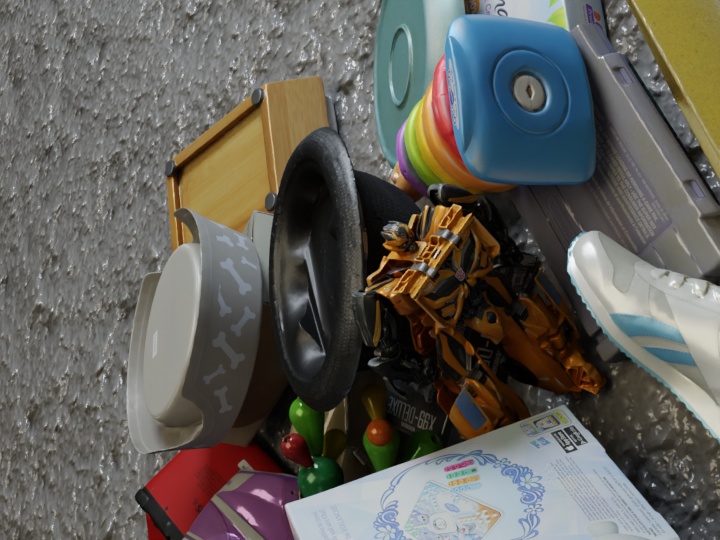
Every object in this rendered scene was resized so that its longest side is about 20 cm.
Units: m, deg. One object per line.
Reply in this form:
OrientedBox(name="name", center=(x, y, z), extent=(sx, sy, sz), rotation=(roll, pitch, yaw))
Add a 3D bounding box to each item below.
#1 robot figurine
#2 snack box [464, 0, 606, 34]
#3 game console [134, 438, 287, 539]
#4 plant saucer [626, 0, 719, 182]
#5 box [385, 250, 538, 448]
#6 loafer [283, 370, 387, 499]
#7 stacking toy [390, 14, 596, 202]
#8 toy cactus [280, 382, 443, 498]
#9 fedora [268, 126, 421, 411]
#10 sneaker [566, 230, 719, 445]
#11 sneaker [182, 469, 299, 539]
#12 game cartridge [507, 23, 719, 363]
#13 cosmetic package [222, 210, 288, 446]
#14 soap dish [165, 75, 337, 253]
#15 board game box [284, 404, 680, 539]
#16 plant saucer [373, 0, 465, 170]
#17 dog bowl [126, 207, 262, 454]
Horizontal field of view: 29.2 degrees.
OrientedBox(name="robot figurine", center=(0.080, 0.039, 0.917), extent=(0.058, 0.200, 0.146), rotation=(6, 54, 51))
OrientedBox(name="snack box", center=(0.117, -0.211, 1.079), extent=(0.142, 0.053, 0.202), rotation=(-27, 61, 43))
OrientedBox(name="game console", center=(-0.113, 0.261, 1.251), extent=(0.172, 0.119, 0.200), rotation=(-43, 40, -9))
OrientedBox(name="plant saucer", center=(0.222, -0.095, 0.827), extent=(0.048, 0.200, 0.201), rotation=(-28, 55, 13))
OrientedBox(name="box", center=(0.039, 0.041, 1.102), extent=(0.199, 0.049, 0.159), rotation=(18, 94, 52))
OrientedBox(name="loafer", center=(-0.022, 0.124, 1.069), extent=(0.076, 0.067, 0.202), rotation=(5, 107, 55))
OrientedBox(name="stacking toy", center=(0.068, -0.091, 0.982), extent=(0.200, 0.109, 0.117), rotation=(-31, 62, 60))
OrientedBox(name="toy cactus", center=(0.007, 0.185, 0.986), extent=(0.165, 0.200, 0.102), rotation=(-48, 2, -3))
OrientedBox(name="fedora", center=(0.000, 0.000, 0.988), extent=(0.200, 0.091, 0.203), rotation=(-177, 90, -68))
OrientedBox(name="sneaker", center=(0.213, 0.036, 0.850), extent=(0.200, 0.076, 0.081), rotation=(44, 112, 21))
OrientedBox(name="sneaker", center=(-0.042, 0.232, 1.110), extent=(0.199, 0.073, 0.115), rotation=(32, 73, 20))
OrientedBox(name="game cartridge", center=(0.169, -0.055, 0.951), extent=(0.130, 0.038, 0.201), rotation=(-44, 61, 35))
OrientedBox(name="cosmetic package", center=(-0.095, 0.054, 1.199), extent=(0.201, 0.070, 0.106), rotation=(122, 153, -42))
OrientedBox(name="soap dish", center=(-0.103, -0.072, 1.288), extent=(0.199, 0.081, 0.159), rotation=(-31, 56, 40))
OrientedBox(name="board game box", center=(0.073, 0.172, 0.812), extent=(0.200, 0.197, 0.044), rotation=(-125, 20, -63))
OrientedBox(name="plant saucer", center=(0.042, -0.164, 1.111), extent=(0.200, 0.027, 0.203), rotation=(180, 90, -77))
OrientedBox(name="dog bowl", center=(-0.136, 0.053, 1.123), extent=(0.200, 0.058, 0.202), rotation=(-168, 90, -68))
